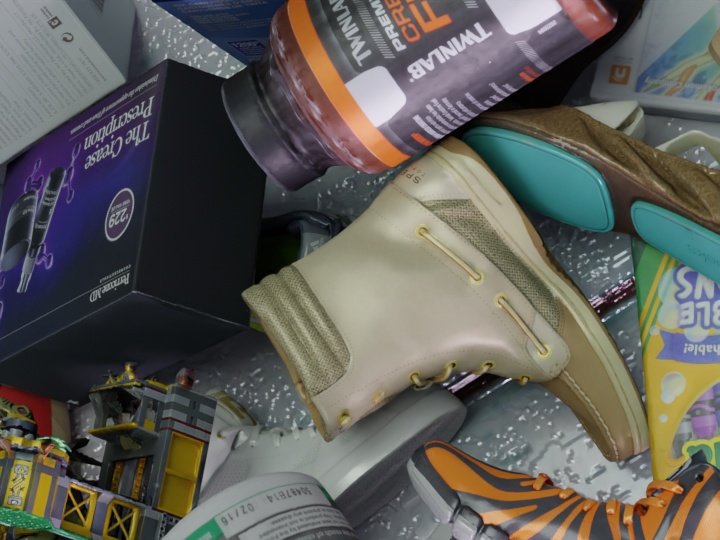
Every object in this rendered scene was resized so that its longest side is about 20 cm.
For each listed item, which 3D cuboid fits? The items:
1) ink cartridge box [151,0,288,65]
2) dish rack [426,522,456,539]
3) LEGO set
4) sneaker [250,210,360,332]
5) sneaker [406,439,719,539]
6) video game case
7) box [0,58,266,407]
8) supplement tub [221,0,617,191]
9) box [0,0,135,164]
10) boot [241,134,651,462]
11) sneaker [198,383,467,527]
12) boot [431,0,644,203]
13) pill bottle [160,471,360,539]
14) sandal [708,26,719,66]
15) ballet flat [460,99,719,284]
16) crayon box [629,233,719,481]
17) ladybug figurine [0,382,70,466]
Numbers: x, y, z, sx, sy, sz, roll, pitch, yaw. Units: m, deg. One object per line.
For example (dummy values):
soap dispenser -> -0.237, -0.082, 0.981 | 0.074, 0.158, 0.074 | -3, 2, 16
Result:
ink cartridge box -> -0.040, -0.180, 1.386 | 0.136, 0.200, 0.076 | -7, 73, 22
dish rack -> 0.071, 0.238, 1.313 | 0.172, 0.044, 0.200 | 40, 94, 26
LEGO set -> -0.173, 0.097, 1.331 | 0.200, 0.154, 0.116 | -20, 55, 55
sneaker -> 0.000, 0.000, 1.386 | 0.200, 0.081, 0.074 | -6, 74, 22
sneaker -> 0.126, 0.125, 1.255 | 0.200, 0.078, 0.112 | 36, 93, 15
video game case -> 0.239, -0.167, 1.360 | 0.200, 0.022, 0.182 | 9, 80, 25
box -> -0.136, -0.017, 1.392 | 0.200, 0.079, 0.141 | -26, 55, 52
supplement tub -> 0.027, -0.121, 1.288 | 0.200, 0.107, 0.107 | -32, 66, 13
box -> -0.246, -0.121, 1.489 | 0.200, 0.098, 0.124 | -32, 24, 13
boot -> 0.047, 0.050, 1.305 | 0.155, 0.073, 0.200 | -37, 98, -10
sneaker -> -0.045, 0.100, 1.384 | 0.200, 0.074, 0.116 | -39, 67, 11
boot -> 0.091, -0.145, 1.378 | 0.097, 0.075, 0.200 | 34, 99, 39
pill bottle -> -0.017, 0.208, 1.220 | 0.113, 0.113, 0.200 | -41, 63, 9
sandal -> 0.276, -0.082, 1.264 | 0.212, 0.078, 0.070 | 42, 119, 22
ballet flat -> 0.150, -0.052, 1.296 | 0.200, 0.068, 0.072 | 24, 59, 32
crayon box -> 0.215, 0.052, 1.295 | 0.126, 0.052, 0.200 | -10, 73, 21
ladybug figurine -> -0.245, 0.124, 1.466 | 0.136, 0.072, 0.200 | 8, 79, 26
